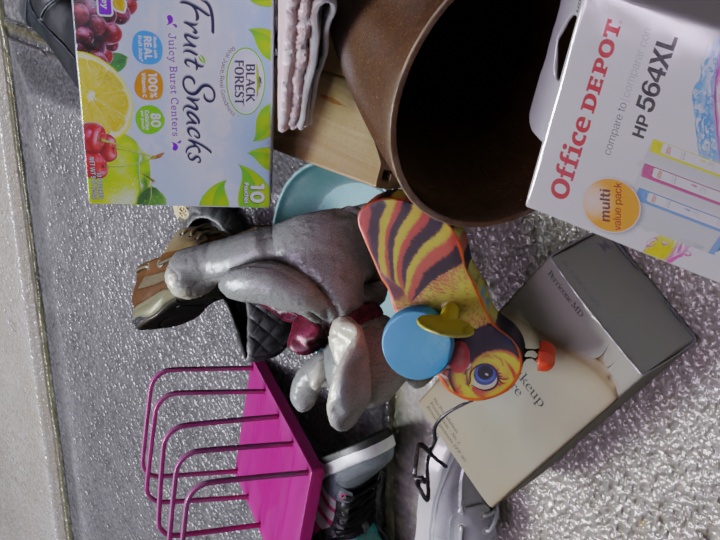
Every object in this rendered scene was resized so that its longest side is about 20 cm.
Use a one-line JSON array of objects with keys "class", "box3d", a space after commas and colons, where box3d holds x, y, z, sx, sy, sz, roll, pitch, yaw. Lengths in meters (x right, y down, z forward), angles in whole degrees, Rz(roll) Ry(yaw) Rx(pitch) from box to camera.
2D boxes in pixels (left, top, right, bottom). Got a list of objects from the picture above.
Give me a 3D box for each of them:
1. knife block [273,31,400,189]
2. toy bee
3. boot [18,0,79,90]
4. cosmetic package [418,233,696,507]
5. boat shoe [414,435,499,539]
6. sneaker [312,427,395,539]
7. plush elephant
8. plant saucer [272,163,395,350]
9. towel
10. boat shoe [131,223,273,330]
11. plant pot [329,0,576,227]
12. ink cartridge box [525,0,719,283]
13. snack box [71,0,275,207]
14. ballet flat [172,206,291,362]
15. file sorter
[{"class": "knife block", "box3d": [-0.040, -0.114, 0.856, 0.175, 0.063, 0.203, -38, 62, 40]}, {"class": "toy bee", "box3d": [0.071, 0.038, 0.709, 0.107, 0.132, 0.202, -11, 122, 13]}, {"class": "boot", "box3d": [-0.273, -0.254, 1.086, 0.201, 0.065, 0.166, 52, 146, 22]}, {"class": "cosmetic package", "box3d": [0.135, 0.075, 0.779, 0.104, 0.073, 0.201, 53, 139, 18]}, {"class": "boat shoe", "box3d": [0.085, 0.213, 0.907, 0.068, 0.072, 0.203, 16, 114, 18]}, {"class": "sneaker", "box3d": [-0.004, 0.230, 0.992, 0.122, 0.083, 0.200, 62, 148, 14]}, {"class": "plush elephant", "box3d": [-0.019, 0.039, 0.805, 0.198, 0.164, 0.158, -17, 82, 38]}, {"class": "plant saucer", "box3d": [0.000, 0.000, 0.923, 0.198, 0.036, 0.203, 22, 122, 40]}, {"class": "towel", "box3d": [-0.039, -0.215, 0.701, 0.200, 0.032, 0.194, 114, 155, -74]}, {"class": "boat shoe", "box3d": [-0.154, -0.006, 1.001, 0.198, 0.075, 0.075, -26, 73, 37]}, {"class": "plant pot", "box3d": [0.054, -0.163, 0.697, 0.201, 0.184, 0.189, 52, 140, 42]}, {"class": "ink cartridge box", "box3d": [0.185, -0.084, 0.564, 0.197, 0.125, 0.130, 22, 126, 16]}, {"class": "snack box", "box3d": [-0.132, -0.147, 0.778, 0.053, 0.140, 0.203, -98, 10, -58]}, {"class": "ballet flat", "box3d": [-0.132, -0.003, 1.051, 0.201, 0.056, 0.067, 57, 138, 13]}, {"class": "file sorter", "box3d": [-0.133, 0.195, 1.022, 0.200, 0.123, 0.141, -130, 46, -57]}]
